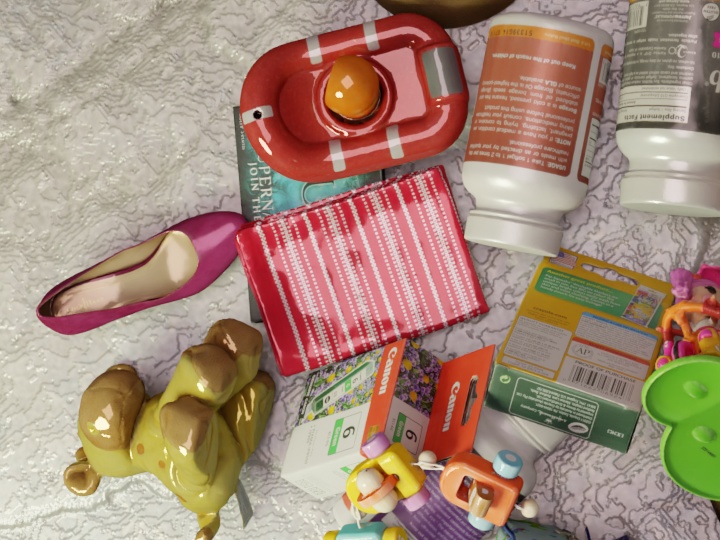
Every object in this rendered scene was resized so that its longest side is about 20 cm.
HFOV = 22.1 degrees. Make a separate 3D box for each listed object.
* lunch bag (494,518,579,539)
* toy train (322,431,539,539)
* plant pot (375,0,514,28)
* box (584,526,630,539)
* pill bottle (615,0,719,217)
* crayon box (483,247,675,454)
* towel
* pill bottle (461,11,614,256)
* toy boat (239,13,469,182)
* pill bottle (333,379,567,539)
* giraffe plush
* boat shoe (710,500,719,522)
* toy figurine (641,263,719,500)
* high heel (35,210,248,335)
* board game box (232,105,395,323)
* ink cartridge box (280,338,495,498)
[{"bbox_3d":[0.137,0.315,1.570,0.082,0.161,0.201,12,90,0],"label":"lunch bag"},{"bbox_3d":[0.046,0.216,1.502,0.150,0.056,0.200,30,119,7],"label":"toy train"},{"bbox_3d":[0.067,-0.321,1.597,0.186,0.200,0.187,-1,86,7],"label":"plant pot"},{"bbox_3d":[0.251,0.304,1.572,0.041,0.119,0.200,-26,84,4],"label":"box"},{"bbox_3d":[0.282,-0.151,1.596,0.116,0.116,0.201,6,88,9],"label":"pill bottle"},{"bbox_3d":[0.193,0.064,1.586,0.125,0.200,0.052,18,126,9],"label":"crayon box"},{"bbox_3d":[0.000,0.000,1.646,0.199,0.022,0.145,-17,87,0],"label":"towel"},{"bbox_3d":[0.151,-0.118,1.616,0.112,0.112,0.201,11,88,9],"label":"pill bottle"},{"bbox_3d":[-0.008,-0.154,1.603,0.199,0.131,0.131,-14,84,5],"label":"toy boat"},{"bbox_3d":[0.083,0.179,1.608,0.200,0.111,0.111,-43,82,4],"label":"pill bottle"},{"bbox_3d":[-0.181,0.138,1.647,0.162,0.173,0.200,12,123,19],"label":"giraffe plush"},{"bbox_3d":[0.367,0.242,1.587,0.063,0.073,0.200,-34,88,-2],"label":"boat shoe"},{"bbox_3d":[0.298,0.066,1.551,0.150,0.184,0.200,-35,127,27],"label":"toy figurine"},{"bbox_3d":[-0.195,0.003,1.658,0.200,0.096,0.068,-32,81,11],"label":"high heel"},{"bbox_3d":[-0.041,-0.057,1.682,0.135,0.028,0.201,-6,86,8],"label":"board game box"},{"bbox_3d":[0.022,0.120,1.575,0.050,0.200,0.109,34,54,-28],"label":"ink cartridge box"}]
